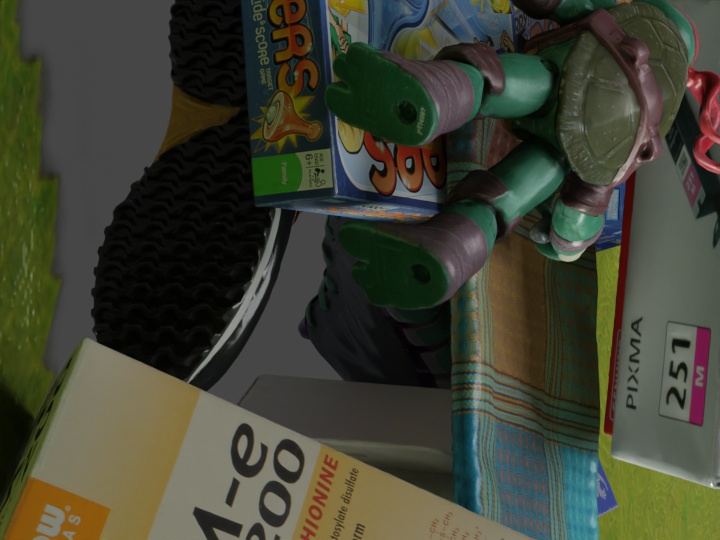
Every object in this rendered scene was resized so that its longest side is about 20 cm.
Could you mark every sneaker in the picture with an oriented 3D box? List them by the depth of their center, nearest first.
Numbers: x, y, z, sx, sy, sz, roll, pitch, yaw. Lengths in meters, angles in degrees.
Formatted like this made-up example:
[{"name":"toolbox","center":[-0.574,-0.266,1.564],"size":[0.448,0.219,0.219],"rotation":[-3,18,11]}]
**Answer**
[{"name":"sneaker","center":[-0.044,-0.028,0.974],"size":[0.090,0.070,0.200],"rotation":[52,44,-55]},{"name":"sneaker","center":[0.000,0.000,1.084],"size":[0.074,0.087,0.200],"rotation":[-56,136,-53]}]

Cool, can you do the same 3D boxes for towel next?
[{"name":"towel","center":[0.071,0.039,1.015],"size":[0.147,0.022,0.200],"rotation":[21,66,-64]}]

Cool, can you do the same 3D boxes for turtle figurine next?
[{"name":"turtle figurine","center":[0.069,-0.067,0.926],"size":[0.200,0.101,0.150],"rotation":[-32,108,-46]}]

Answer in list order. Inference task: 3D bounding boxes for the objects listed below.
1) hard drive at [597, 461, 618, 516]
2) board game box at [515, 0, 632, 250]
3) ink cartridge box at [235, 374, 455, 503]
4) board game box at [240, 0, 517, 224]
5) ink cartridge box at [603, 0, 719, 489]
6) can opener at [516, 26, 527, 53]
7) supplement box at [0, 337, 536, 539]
[{"name":"hard drive","center":[0.062,0.035,1.205],"size":[0.200,0.025,0.132],"rotation":[68,21,6]},{"name":"board game box","center":[0.110,-0.077,1.259],"size":[0.200,0.034,0.135],"rotation":[156,-62,-76]},{"name":"ink cartridge box","center":[0.002,0.141,1.043],"size":[0.125,0.128,0.200],"rotation":[-55,143,-55]},{"name":"board game box","center":[0.013,-0.087,0.982],"size":[0.200,0.034,0.135],"rotation":[3,81,-65]},{"name":"ink cartridge box","center":[0.134,-0.017,1.048],"size":[0.174,0.044,0.200],"rotation":[-171,-95,-68]},{"name":"can opener","center":[0.035,-0.088,1.186],"size":[0.053,0.067,0.200],"rotation":[-51,178,24]},{"name":"supplement box","center":[-0.035,0.126,0.850],"size":[0.074,0.200,0.126],"rotation":[-52,-163,54]}]
